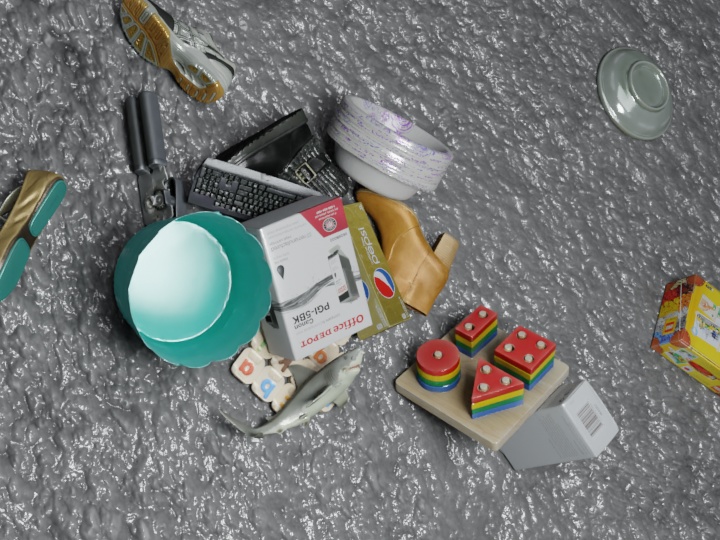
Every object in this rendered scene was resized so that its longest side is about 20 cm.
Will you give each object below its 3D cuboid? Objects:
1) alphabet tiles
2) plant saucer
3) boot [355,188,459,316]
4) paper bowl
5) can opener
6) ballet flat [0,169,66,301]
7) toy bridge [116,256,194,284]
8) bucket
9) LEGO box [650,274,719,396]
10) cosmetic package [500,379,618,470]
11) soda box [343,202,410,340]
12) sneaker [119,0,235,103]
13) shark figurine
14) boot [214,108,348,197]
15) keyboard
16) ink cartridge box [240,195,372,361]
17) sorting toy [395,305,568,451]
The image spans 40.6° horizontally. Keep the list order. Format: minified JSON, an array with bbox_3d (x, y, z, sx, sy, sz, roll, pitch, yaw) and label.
[{"bbox_3d":[-0.098,0.115,1.460,0.200,0.015,0.196,43,59,-12],"label":"alphabet tiles"},{"bbox_3d":[0.566,-0.364,1.958,0.198,0.050,0.202,9,70,-27],"label":"plant saucer"},{"bbox_3d":[0.051,-0.027,1.559,0.200,0.071,0.145,31,77,-3],"label":"boot"},{"bbox_3d":[0.038,-0.187,1.541,0.199,0.201,0.105,22,109,-22],"label":"paper bowl"},{"bbox_3d":[-0.297,-0.158,1.418,0.067,0.053,0.202,11,66,-61],"label":"can opener"},{"bbox_3d":[-0.459,-0.048,1.287,0.062,0.069,0.201,18,61,7],"label":"ballet flat"},{"bbox_3d":[-0.251,-0.012,1.403,0.198,0.027,0.068,2,74,-28],"label":"toy bridge"},{"bbox_3d":[-0.231,0.021,1.313,0.205,0.134,0.210,-3,97,-27],"label":"bucket"},{"bbox_3d":[0.664,0.127,1.851,0.199,0.077,0.150,33,62,-17],"label":"LEGO box"},{"bbox_3d":[0.297,0.246,1.535,0.074,0.200,0.102,-37,96,-33],"label":"cosmetic package"},{"bbox_3d":[0.000,0.000,1.506,0.068,0.064,0.202,-16,81,-56],"label":"soda box"},{"bbox_3d":[-0.275,-0.344,1.474,0.200,0.075,0.088,45,44,-14],"label":"sneaker"},{"bbox_3d":[-0.095,0.178,1.405,0.213,0.129,0.090,-32,66,-15],"label":"shark figurine"},{"bbox_3d":[-0.128,-0.132,1.480,0.210,0.079,0.159,-34,107,-19],"label":"boot"},{"bbox_3d":[-0.160,-0.082,1.435,0.198,0.021,0.128,16,109,-21],"label":"keyboard"},{"bbox_3d":[-0.079,0.009,1.404,0.146,0.083,0.202,-24,108,-30],"label":"ink cartridge box"},{"bbox_3d":[0.188,0.150,1.508,0.198,0.199,0.070,-38,140,-32],"label":"sorting toy"}]
